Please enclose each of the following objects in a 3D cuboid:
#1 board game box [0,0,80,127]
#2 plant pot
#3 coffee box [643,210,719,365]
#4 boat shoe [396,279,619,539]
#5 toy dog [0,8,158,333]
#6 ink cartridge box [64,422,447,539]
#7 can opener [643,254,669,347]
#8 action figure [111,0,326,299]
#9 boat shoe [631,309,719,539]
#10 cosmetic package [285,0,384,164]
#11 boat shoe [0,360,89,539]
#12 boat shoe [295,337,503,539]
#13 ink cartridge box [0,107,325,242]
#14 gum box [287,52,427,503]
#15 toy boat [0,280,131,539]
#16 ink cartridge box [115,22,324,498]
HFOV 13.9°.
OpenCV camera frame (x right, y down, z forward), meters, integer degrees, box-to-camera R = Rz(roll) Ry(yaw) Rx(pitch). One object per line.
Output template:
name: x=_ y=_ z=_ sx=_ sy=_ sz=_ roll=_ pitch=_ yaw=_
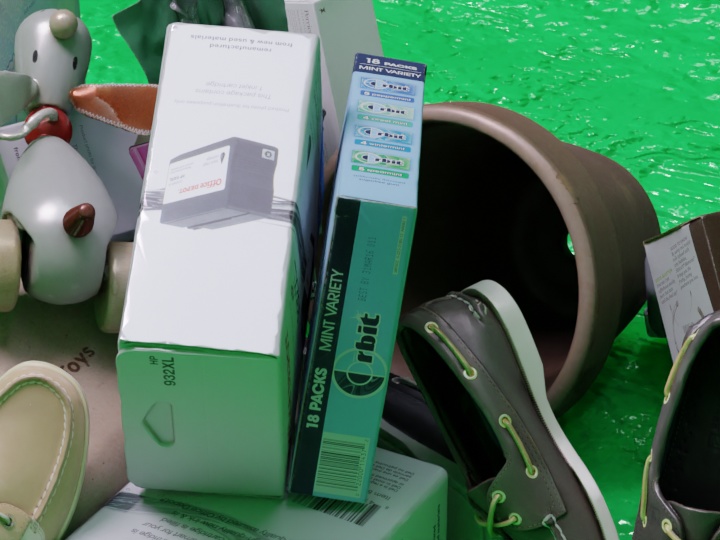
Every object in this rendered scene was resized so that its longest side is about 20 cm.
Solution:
board game box: x=-0.225 y=-0.100 z=1.861 sx=0.043 sy=0.199 sz=0.200 roll=7 pitch=31 yaw=13
plant pot: x=0.092 y=-0.006 z=1.739 sx=0.200 sy=0.201 sz=0.175 roll=20 pitch=18 yaw=30
coffee box: x=0.238 y=0.063 z=1.580 sx=0.114 sy=0.200 sz=0.080 roll=-12 pitch=-7 yaw=-19
boat shoe: x=0.080 y=0.105 z=1.559 sx=0.059 sy=0.200 sz=0.072 roll=-19 pitch=-9 yaw=-26
toy dog: x=-0.161 y=-0.062 z=1.571 sx=0.132 sy=0.096 sz=0.200 roll=-14 pitch=66 yaw=-28
ink cartridge box: x=-0.064 y=0.163 z=1.527 sx=0.146 sy=0.083 sz=0.200 roll=16 pitch=33 yaw=25
can opener: x=0.189 y=0.010 z=1.723 sx=0.053 sy=0.067 sz=0.200 roll=-5 pitch=-9 yaw=7
action figure: x=-0.060 y=-0.072 z=1.662 sx=0.118 sy=0.200 sz=0.055 roll=-29 pitch=24 yaw=-30
boat shoe: x=0.173 y=0.118 z=1.497 sx=0.072 sy=0.202 sz=0.061 roll=7 pitch=-4 yaw=16
cosmetic package: x=-0.015 y=-0.074 z=1.801 sx=0.051 sy=0.200 sz=0.083 roll=-23 pitch=19 yaw=-34
boat shoe: x=-0.196 y=0.138 z=1.475 sx=0.072 sy=0.200 sz=0.065 roll=28 pitch=-5 yaw=5
boat shoe: x=0.022 y=0.091 z=1.661 sx=0.060 sy=0.074 sz=0.200 roll=-26 pitch=42 yaw=-36
ink cartridge box: x=-0.142 y=-0.055 z=1.733 sx=0.200 sy=0.085 sz=0.144 roll=-16 pitch=-1 yaw=-30
gum box: x=0.000 y=0.000 z=1.566 sx=0.044 sy=0.170 sz=0.200 roll=9 pitch=24 yaw=-2
toy boat: x=-0.180 y=0.098 z=1.602 sx=0.130 sy=0.131 sz=0.200 roll=35 pitch=52 yaw=9
ink cartridge box: x=-0.069 y=-0.004 z=1.519 sx=0.084 sy=0.145 sz=0.200 roll=5 pitch=56 yaw=3
